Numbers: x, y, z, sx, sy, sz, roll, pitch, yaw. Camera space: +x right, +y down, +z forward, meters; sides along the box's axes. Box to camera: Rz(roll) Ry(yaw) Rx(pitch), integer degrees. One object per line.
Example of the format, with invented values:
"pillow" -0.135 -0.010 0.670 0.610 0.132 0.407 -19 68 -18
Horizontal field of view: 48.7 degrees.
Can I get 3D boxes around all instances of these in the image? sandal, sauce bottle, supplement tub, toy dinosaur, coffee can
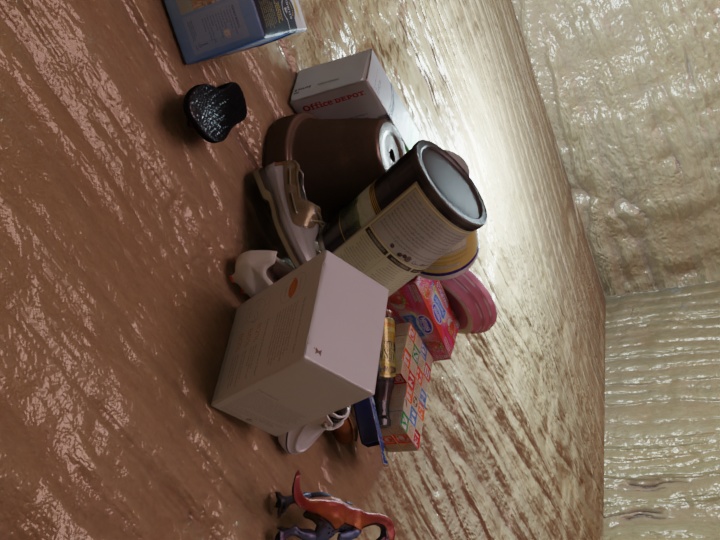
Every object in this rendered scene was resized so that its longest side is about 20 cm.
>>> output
"sandal" -0.199 -0.211 1.060 0.200 0.045 0.076 -66 146 -72
"sauce bottle" 0.031 0.167 1.357 0.066 0.066 0.201 29 54 -58
"supplement tub" 0.131 -0.094 1.372 0.200 0.144 0.146 77 18 -51
"toy dinosaur" -0.025 0.347 1.075 0.180 0.200 0.106 4 58 -19
"coffee can" 0.058 -0.066 1.132 0.146 0.200 0.147 36 32 -26

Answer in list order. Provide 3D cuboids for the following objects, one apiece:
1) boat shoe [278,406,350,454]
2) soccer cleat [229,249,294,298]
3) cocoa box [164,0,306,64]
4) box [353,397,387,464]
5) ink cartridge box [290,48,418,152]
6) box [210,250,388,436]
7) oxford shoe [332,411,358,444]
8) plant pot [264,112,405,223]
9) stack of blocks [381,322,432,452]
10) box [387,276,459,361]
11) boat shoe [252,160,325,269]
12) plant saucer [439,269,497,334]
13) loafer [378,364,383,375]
"boat shoe" -0.047 0.181 1.071 0.073 0.065 0.201 -1 125 -45
"soccer cleat" -0.103 0.042 1.112 0.200 0.077 0.070 52 37 -45
"cocoa box" -0.180 -0.392 1.049 0.131 0.133 0.201 -44 120 -59
"box" 0.006 0.208 1.255 0.121 0.032 0.201 72 4 -75
"ink cartridge box" -0.005 -0.258 1.345 0.200 0.145 0.084 53 36 -44
"box" -0.075 0.095 0.985 0.106 0.200 0.153 32 49 -28
"oxford shoe" -0.055 0.204 1.184 0.071 0.071 0.201 45 -17 42
"plant pot" -0.026 -0.158 1.236 0.200 0.174 0.201 30 55 -57
"stack of blocks" 0.071 0.209 1.433 0.115 0.058 0.201 56 34 -40
"box" 0.108 0.072 1.516 0.201 0.095 0.100 63 32 -31
"boat shoe" -0.086 -0.070 1.116 0.075 0.068 0.201 73 -8 -71
"plant saucer" 0.179 0.055 1.592 0.051 0.200 0.201 -43 125 -23
"loafer" -0.017 0.080 1.184 0.071 0.073 0.201 -5 83 -54
